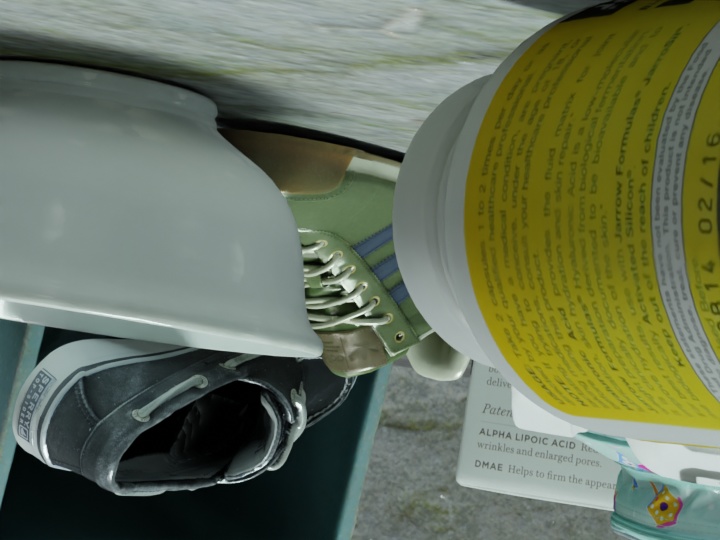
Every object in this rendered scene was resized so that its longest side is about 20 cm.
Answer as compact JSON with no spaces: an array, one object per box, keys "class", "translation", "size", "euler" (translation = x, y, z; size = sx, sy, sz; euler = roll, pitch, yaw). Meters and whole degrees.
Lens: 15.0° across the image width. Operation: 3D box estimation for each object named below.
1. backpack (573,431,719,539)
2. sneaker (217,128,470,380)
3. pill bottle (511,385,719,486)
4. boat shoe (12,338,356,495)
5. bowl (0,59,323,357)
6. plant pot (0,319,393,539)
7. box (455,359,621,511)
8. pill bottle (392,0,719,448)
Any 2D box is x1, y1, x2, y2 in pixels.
[{"class":"backpack","translation":[0.174,0.056,1.200],"size":[0.199,0.154,0.176],"euler":[16,180,-14]},{"class":"sneaker","translation":[0.000,0.000,1.156],"size":[0.067,0.091,0.200],"euler":[7,175,33]},{"class":"pill bottle","translation":[0.161,0.026,1.011],"size":[0.199,0.117,0.116],"euler":[8,176,10]},{"class":"boat shoe","translation":[-0.055,0.059,1.157],"size":[0.068,0.072,0.199],"euler":[30,-161,32]},{"class":"bowl","translation":[-0.106,-0.025,1.023],"size":[0.200,0.091,0.201],"euler":[9,177,1]},{"class":"plant pot","translation":[-0.121,0.035,1.298],"size":[0.195,0.197,0.200],"euler":[11,-174,-35]},{"class":"box","translation":[0.190,0.085,1.670],"size":[0.199,0.132,0.199],"euler":[7,176,26]},{"class":"pill bottle","translation":[0.087,-0.013,0.651],"size":[0.111,0.112,0.200],"euler":[10,175,-27]}]
